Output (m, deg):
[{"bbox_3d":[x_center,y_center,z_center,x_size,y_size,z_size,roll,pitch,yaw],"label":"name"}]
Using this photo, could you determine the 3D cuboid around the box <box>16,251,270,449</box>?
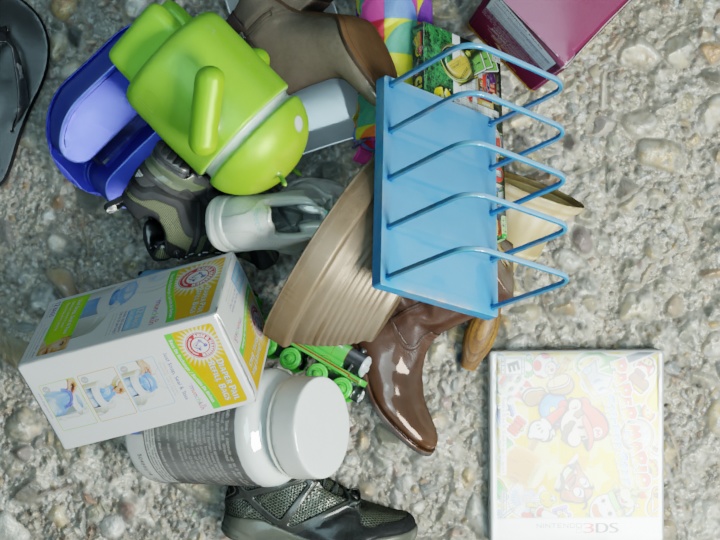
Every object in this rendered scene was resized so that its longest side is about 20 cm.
[{"bbox_3d":[-0.196,0.074,1.227,0.199,0.113,0.102,-15,119,14],"label":"box"}]

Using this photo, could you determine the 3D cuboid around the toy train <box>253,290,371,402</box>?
[{"bbox_3d":[-0.075,0.067,1.325,0.199,0.042,0.057,29,86,15],"label":"toy train"}]

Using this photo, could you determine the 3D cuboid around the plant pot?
[{"bbox_3d":[0.000,0.000,1.238,0.092,0.201,0.201,32,90,4],"label":"plant pot"}]

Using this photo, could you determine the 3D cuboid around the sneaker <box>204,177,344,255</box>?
[{"bbox_3d":[-0.054,-0.050,1.270,0.088,0.200,0.076,-5,97,36],"label":"sneaker"}]

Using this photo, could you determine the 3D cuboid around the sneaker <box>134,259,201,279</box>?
[{"bbox_3d":[-0.224,0.047,1.333,0.199,0.090,0.079,-20,120,15],"label":"sneaker"}]

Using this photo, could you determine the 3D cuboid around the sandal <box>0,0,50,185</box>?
[{"bbox_3d":[-0.363,-0.179,1.335,0.076,0.043,0.201,10,91,-1],"label":"sandal"}]

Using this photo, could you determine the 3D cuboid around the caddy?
[{"bbox_3d":[-0.219,-0.157,1.311,0.200,0.105,0.141,-43,114,0],"label":"caddy"}]

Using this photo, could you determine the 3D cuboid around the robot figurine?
[{"bbox_3d":[-0.131,-0.152,1.199,0.200,0.175,0.116,45,106,-3],"label":"robot figurine"}]

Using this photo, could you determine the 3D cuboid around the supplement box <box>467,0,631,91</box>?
[{"bbox_3d":[0.189,-0.260,1.266,0.131,0.200,0.103,-44,92,-1],"label":"supplement box"}]

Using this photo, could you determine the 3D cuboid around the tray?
[{"bbox_3d":[-0.066,-0.220,1.351,0.107,0.022,0.201,-18,91,-1],"label":"tray"}]

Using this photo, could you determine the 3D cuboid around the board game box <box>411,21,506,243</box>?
[{"bbox_3d":[0.095,-0.132,1.267,0.104,0.023,0.201,13,67,-34],"label":"board game box"}]

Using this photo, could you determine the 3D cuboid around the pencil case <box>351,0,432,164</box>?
[{"bbox_3d":[0.029,-0.210,1.312,0.088,0.088,0.201,2,83,-1],"label":"pencil case"}]

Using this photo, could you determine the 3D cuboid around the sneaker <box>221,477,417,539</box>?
[{"bbox_3d":[-0.037,0.224,1.333,0.198,0.076,0.115,8,97,4],"label":"sneaker"}]

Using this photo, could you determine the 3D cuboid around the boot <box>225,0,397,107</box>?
[{"bbox_3d":[-0.056,-0.203,1.278,0.146,0.070,0.201,-36,65,27],"label":"boot"}]

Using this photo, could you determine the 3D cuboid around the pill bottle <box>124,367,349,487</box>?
[{"bbox_3d":[-0.118,0.151,1.271,0.199,0.114,0.114,-3,91,32],"label":"pill bottle"}]

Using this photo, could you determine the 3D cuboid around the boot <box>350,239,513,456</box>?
[{"bbox_3d":[0.088,0.064,1.307,0.200,0.064,0.187,-33,89,21],"label":"boot"}]

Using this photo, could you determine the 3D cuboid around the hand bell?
[{"bbox_3d":[0.144,0.009,1.341,0.104,0.104,0.201,19,104,-1],"label":"hand bell"}]

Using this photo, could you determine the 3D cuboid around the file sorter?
[{"bbox_3d":[0.102,-0.079,1.159,0.138,0.122,0.201,16,65,-35],"label":"file sorter"}]

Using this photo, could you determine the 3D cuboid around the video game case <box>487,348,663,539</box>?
[{"bbox_3d":[0.223,0.182,1.364,0.181,0.023,0.201,0,91,-1],"label":"video game case"}]

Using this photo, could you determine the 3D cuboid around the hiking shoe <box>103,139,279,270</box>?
[{"bbox_3d":[-0.162,-0.047,1.293,0.101,0.076,0.200,-39,136,9],"label":"hiking shoe"}]
